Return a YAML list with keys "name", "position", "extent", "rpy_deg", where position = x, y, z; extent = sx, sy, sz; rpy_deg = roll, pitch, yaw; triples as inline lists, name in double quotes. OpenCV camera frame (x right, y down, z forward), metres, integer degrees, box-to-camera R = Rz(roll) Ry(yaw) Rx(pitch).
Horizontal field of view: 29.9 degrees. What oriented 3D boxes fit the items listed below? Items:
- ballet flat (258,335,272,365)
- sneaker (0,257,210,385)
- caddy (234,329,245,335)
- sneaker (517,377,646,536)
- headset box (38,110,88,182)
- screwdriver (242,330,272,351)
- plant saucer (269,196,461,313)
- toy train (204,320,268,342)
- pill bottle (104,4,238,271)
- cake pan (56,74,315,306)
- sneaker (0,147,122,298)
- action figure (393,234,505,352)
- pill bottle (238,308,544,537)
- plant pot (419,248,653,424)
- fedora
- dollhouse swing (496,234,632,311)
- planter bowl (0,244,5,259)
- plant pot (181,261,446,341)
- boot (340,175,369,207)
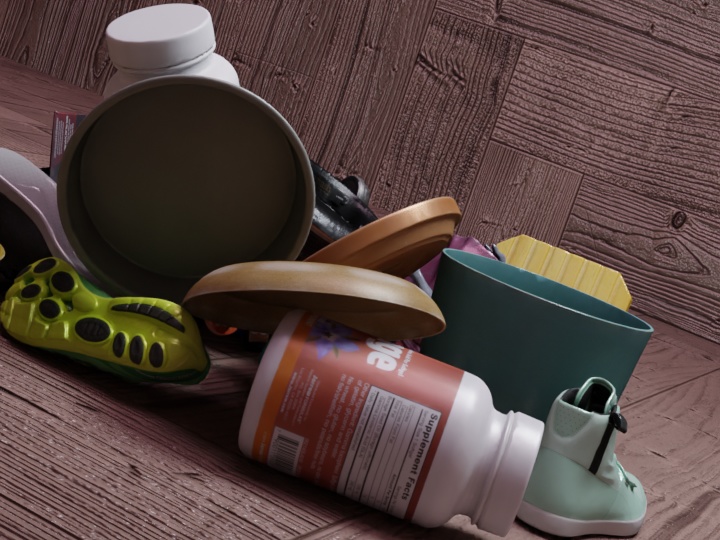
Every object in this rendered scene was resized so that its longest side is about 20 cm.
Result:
- name: "ballet flat"
  position: [-0.045, 0.091, 1.131]
  extent: [0.069, 0.070, 0.200]
  rpy_deg: [18, 7, -8]
- name: "sneaker"
  position: [-0.201, 0.050, 1.043]
  extent: [0.198, 0.075, 0.084]
  rpy_deg: [18, -24, 30]
- name: "caddy"
  position: [-0.127, -0.004, 1.402]
  extent: [0.140, 0.106, 0.200]
  rpy_deg: [23, 8, 16]
- name: "sneaker"
  position: [0.203, 0.151, 1.110]
  extent: [0.073, 0.120, 0.200]
  rpy_deg: [22, 6, 30]
- name: "headset box"
  position: [-0.211, -0.062, 1.259]
  extent: [0.197, 0.151, 0.077]
  rpy_deg: [4, -10, -9]
- name: "screwdriver"
  position: [-0.059, 0.069, 1.371]
  extent: [0.029, 0.028, 0.199]
  rpy_deg: [56, 22, 20]
- name: "plant saucer"
  position: [0.000, 0.000, 1.153]
  extent: [0.033, 0.199, 0.200]
  rpy_deg: [61, 17, 8]
- name: "toy train"
  position: [-0.152, 0.038, 1.220]
  extent: [0.197, 0.056, 0.150]
  rpy_deg: [4, -10, -13]
- name: "pill bottle"
  position: [-0.149, -0.109, 1.115]
  extent: [0.110, 0.202, 0.113]
  rpy_deg: [-6, 29, 3]
- name: "cake pan"
  position: [-0.134, -0.062, 1.048]
  extent: [0.198, 0.202, 0.037]
  rpy_deg: [18, 25, -15]
- name: "sneaker"
  position: [-0.269, -0.006, 1.148]
  extent: [0.200, 0.100, 0.070]
  rpy_deg: [42, 28, 19]
- name: "action figure"
  position: [0.066, 0.053, 1.403]
  extent: [0.149, 0.201, 0.134]
  rpy_deg: [44, -36, -8]
- name: "pill bottle"
  position: [0.023, 0.111, 0.949]
  extent: [0.198, 0.114, 0.112]
  rpy_deg: [20, 7, 5]
- name: "plant pot"
  position: [0.140, 0.092, 1.203]
  extent: [0.198, 0.163, 0.201]
  rpy_deg: [19, 7, -2]
- name: "fedora"
  position: [-0.057, -0.041, 1.308]
  extent: [0.200, 0.092, 0.201]
  rpy_deg: [38, 13, -10]
- name: "dollhouse swing"
  position: [0.183, 0.063, 1.472]
  extent: [0.198, 0.178, 0.181]
  rpy_deg: [23, 8, 20]
- name: "planter bowl"
  position: [-0.349, -0.003, 0.909]
  extent: [0.198, 0.084, 0.200]
  rpy_deg: [20, 8, -3]
- name: "plant pot"
  position: [-0.034, 0.023, 1.005]
  extent: [0.197, 0.028, 0.200]
  rpy_deg: [4, -13, 1]
- name: "boot"
  position: [0.033, -0.006, 1.504]
  extent: [0.172, 0.202, 0.069]
  rpy_deg: [5, 28, -23]
